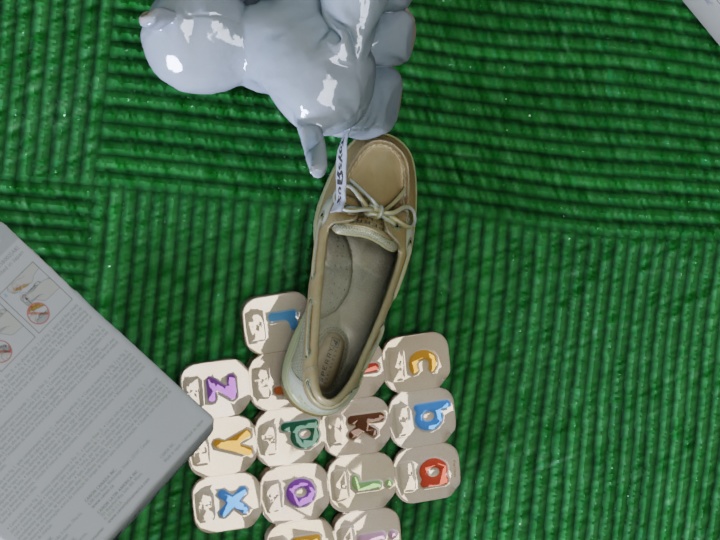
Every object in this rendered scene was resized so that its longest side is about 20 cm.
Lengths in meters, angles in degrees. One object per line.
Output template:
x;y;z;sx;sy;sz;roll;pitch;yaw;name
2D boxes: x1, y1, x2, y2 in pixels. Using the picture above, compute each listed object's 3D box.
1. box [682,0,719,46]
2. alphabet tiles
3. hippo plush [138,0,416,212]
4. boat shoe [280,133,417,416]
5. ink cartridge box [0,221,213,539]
0.325;-0.240;1.667;0.200;0.068;0.082;-43;105;-7;box
-0.028;0.112;1.636;0.194;0.015;0.202;-8;98;-14;alphabet tiles
-0.059;-0.147;1.554;0.160;0.159;0.201;13;76;13;hippo plush
-0.003;0.000;1.592;0.073;0.063;0.202;21;78;-11;boat shoe
-0.220;0.093;1.551;0.200;0.057;0.163;41;66;5;ink cartridge box
